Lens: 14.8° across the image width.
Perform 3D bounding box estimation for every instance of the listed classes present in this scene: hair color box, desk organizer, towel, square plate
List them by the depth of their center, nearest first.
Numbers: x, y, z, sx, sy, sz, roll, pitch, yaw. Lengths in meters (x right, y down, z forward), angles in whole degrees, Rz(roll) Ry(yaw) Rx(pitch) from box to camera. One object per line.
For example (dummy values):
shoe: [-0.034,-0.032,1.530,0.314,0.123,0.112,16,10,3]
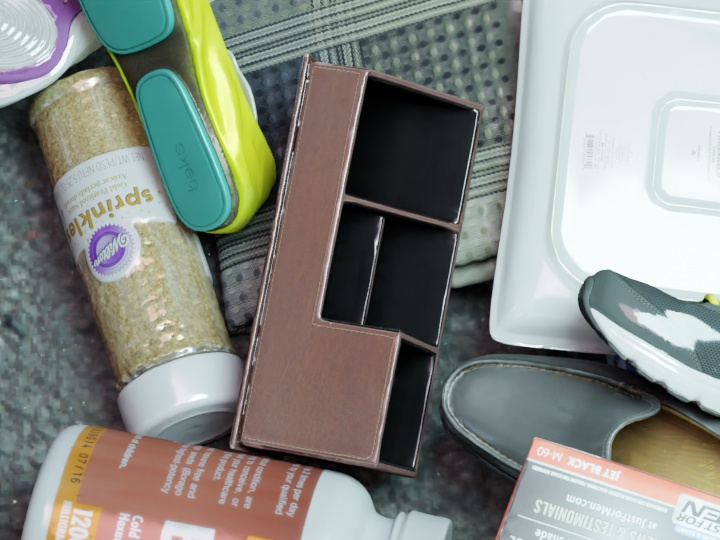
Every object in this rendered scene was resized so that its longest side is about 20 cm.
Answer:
hair color box: [0.123,0.149,1.311,0.111,0.200,0.064,18,73,9]
square plate: [0.172,-0.052,1.377,0.198,0.028,0.200,7,75,0]
desk organizer: [0.000,0.000,1.392,0.077,0.072,0.200,8,84,20]
towel: [0.010,-0.077,1.464,0.200,0.035,0.193,-15,71,19]

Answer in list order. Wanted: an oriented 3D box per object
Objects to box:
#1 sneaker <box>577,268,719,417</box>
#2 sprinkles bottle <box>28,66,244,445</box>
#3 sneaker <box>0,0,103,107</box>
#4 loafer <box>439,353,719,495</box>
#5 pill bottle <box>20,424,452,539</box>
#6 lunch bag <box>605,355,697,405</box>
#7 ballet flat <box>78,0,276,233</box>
sneaker: [0.200,0.034,1.319,0.200,0.074,0.085,23,96,-7]
sprinkles bottle: [-0.116,-0.006,1.452,0.068,0.068,0.200,-18,69,-4]
sneaker: [-0.159,-0.133,1.484,0.200,0.100,0.075,-31,81,-13]
loafer: [0.127,0.081,1.326,0.200,0.072,0.073,15,83,19]
pill bottle: [-0.060,0.146,1.368,0.200,0.112,0.112,9,70,7]
lunch bag: [0.228,0.054,1.404,0.200,0.082,0.161,-16,69,-3]
ballet flat: [-0.094,-0.116,1.426,0.067,0.067,0.200,-32,105,-48]
